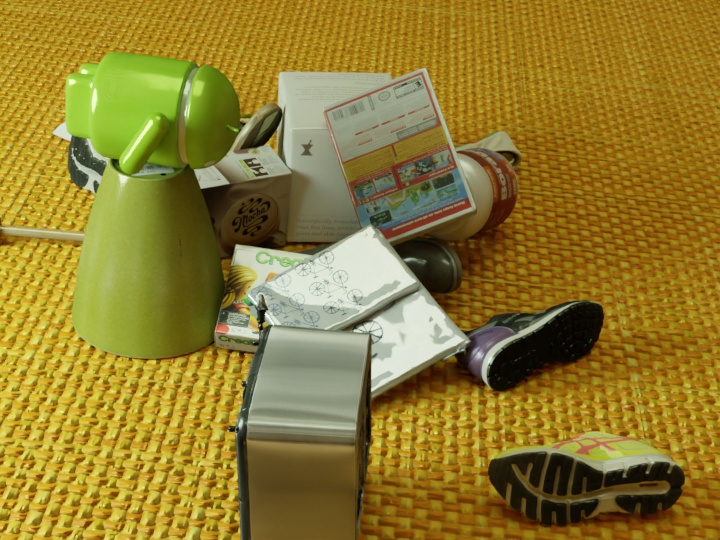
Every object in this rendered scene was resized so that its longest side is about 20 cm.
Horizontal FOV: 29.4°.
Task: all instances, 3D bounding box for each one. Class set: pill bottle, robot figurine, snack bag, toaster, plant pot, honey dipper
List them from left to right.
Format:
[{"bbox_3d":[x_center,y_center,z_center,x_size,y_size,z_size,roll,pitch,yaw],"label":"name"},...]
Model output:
[{"bbox_3d":[-0.406,-0.047,1.741,0.197,0.038,0.038,5,30,-5],"label":"honey dipper"},{"bbox_3d":[-0.241,-0.035,1.579,0.184,0.203,0.188,4,30,-2],"label":"plant pot"},{"bbox_3d":[-0.221,-0.175,1.503,0.197,0.117,0.176,8,22,5],"label":"robot figurine"},{"bbox_3d":[-0.053,0.157,1.286,0.117,0.203,0.182,2,29,4],"label":"toaster"},{"bbox_3d":[-0.003,0.055,1.550,0.187,0.022,0.201,-27,61,-22],"label":"snack bag"},{"bbox_3d":[0.130,-0.099,1.783,0.111,0.114,0.200,16,13,18],"label":"pill bottle"}]

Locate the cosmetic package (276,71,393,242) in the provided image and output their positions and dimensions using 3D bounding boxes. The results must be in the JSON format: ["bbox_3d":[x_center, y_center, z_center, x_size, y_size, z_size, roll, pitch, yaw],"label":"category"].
[{"bbox_3d":[-0.027,-0.155,1.852,0.162,0.167,0.201,0,30,-7],"label":"cosmetic package"}]

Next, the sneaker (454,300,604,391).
[{"bbox_3d":[0.196,0.068,1.603,0.198,0.077,0.087,-17,31,-33],"label":"sneaker"}]

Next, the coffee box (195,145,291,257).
[{"bbox_3d":[-0.195,-0.081,1.747,0.198,0.114,0.080,-11,38,-27],"label":"coffee box"}]

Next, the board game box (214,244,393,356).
[{"bbox_3d":[-0.061,0.043,1.589,0.197,0.035,0.128,8,55,1],"label":"board game box"}]

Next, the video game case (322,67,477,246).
[{"bbox_3d":[0.047,-0.137,1.688,0.141,0.017,0.202,-20,70,5],"label":"video game case"}]

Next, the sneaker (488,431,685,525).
[{"bbox_3d":[0.220,0.202,1.386,0.197,0.079,0.090,5,21,-12],"label":"sneaker"}]

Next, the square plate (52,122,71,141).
[{"bbox_3d":[-0.324,-0.219,2.052,0.198,0.029,0.198,21,33,25],"label":"square plate"}]

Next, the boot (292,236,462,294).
[{"bbox_3d":[0.001,0.002,1.684,0.198,0.074,0.181,-12,21,-38],"label":"boot"}]

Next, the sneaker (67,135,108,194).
[{"bbox_3d":[-0.335,-0.142,1.871,0.089,0.079,0.200,-5,35,-35],"label":"sneaker"}]

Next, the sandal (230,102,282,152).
[{"bbox_3d":[-0.172,-0.168,1.836,0.054,0.200,0.080,50,52,1],"label":"sandal"}]

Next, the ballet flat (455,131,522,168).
[{"bbox_3d":[0.168,-0.150,1.985,0.069,0.070,0.199,26,35,32],"label":"ballet flat"}]
